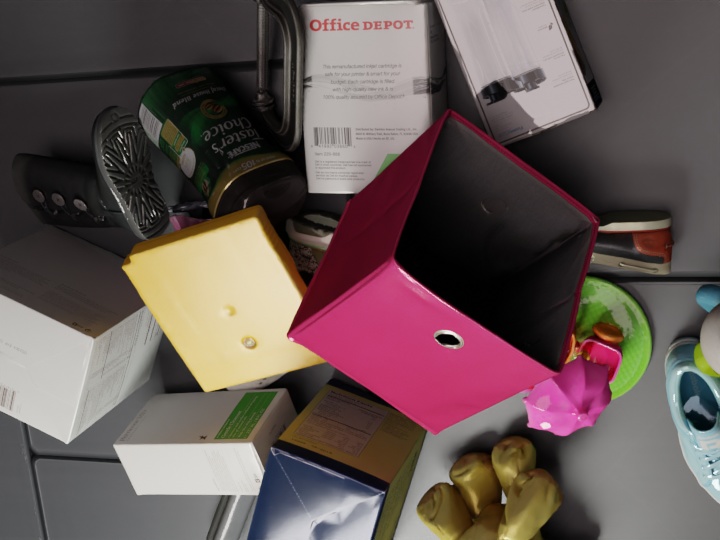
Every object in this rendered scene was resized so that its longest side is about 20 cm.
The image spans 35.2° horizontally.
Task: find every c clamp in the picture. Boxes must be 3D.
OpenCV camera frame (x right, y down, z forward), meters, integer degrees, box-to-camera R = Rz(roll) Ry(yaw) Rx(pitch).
[{"bbox_3d":[-0.095,-0.236,1.230,0.171,0.027,0.201,38,134,53],"label":"c clamp"}]

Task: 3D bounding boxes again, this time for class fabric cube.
[{"bbox_3d":[0.080,0.008,1.104,0.196,0.201,0.199,34,143,-16],"label":"fabric cube"}]

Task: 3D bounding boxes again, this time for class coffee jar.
[{"bbox_3d":[-0.150,-0.128,1.239,0.200,0.104,0.085,49,140,20],"label":"coffee jar"}]

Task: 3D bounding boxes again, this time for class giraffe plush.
[{"bbox_3d":[0.179,0.315,1.282,0.172,0.200,0.162,-29,124,20],"label":"giraffe plush"}]

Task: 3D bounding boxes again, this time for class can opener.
[{"bbox_3d":[-0.162,0.349,1.460,0.067,0.053,0.201,13,113,-20],"label":"can opener"}]

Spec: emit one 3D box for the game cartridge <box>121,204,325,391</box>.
[{"bbox_3d":[-0.139,0.035,1.228,0.176,0.032,0.201,-15,121,21],"label":"game cartridge"}]

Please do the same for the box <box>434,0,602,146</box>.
[{"bbox_3d":[0.156,-0.239,1.159,0.116,0.060,0.201,-21,98,23],"label":"box"}]

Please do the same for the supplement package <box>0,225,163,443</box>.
[{"bbox_3d":[-0.360,0.070,1.350,0.191,0.200,0.148,24,113,11],"label":"supplement package"}]

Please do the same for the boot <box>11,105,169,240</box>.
[{"bbox_3d":[-0.326,-0.118,1.310,0.199,0.066,0.165,13,128,37],"label":"boot"}]

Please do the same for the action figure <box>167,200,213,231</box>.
[{"bbox_3d":[-0.161,0.014,1.333,0.148,0.134,0.201,-14,99,-6],"label":"action figure"}]

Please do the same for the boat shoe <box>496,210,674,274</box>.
[{"bbox_3d":[0.229,-0.027,1.198,0.199,0.071,0.063,0,109,14],"label":"boat shoe"}]

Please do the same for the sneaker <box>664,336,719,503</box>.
[{"bbox_3d":[0.367,0.175,1.202,0.074,0.082,0.201,-22,98,24],"label":"sneaker"}]

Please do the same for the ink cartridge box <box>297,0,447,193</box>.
[{"bbox_3d":[0.016,-0.187,1.208,0.145,0.084,0.201,3,107,18],"label":"ink cartridge box"}]

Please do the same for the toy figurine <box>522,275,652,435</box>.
[{"bbox_3d":[0.196,0.093,1.179,0.199,0.184,0.151,21,112,12],"label":"toy figurine"}]

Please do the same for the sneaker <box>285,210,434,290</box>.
[{"bbox_3d":[0.000,0.000,1.283,0.199,0.077,0.089,23,117,19],"label":"sneaker"}]

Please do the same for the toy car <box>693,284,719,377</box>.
[{"bbox_3d":[0.421,0.037,1.117,0.199,0.175,0.151,-20,64,23],"label":"toy car"}]

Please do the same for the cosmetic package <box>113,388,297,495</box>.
[{"bbox_3d":[-0.180,0.208,1.363,0.199,0.108,0.085,-5,120,25],"label":"cosmetic package"}]

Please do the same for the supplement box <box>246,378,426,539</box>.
[{"bbox_3d":[-0.029,0.265,1.297,0.134,0.200,0.201,20,112,12],"label":"supplement box"}]

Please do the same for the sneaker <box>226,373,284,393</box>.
[{"bbox_3d":[-0.104,0.090,1.334,0.200,0.085,0.073,-38,94,26],"label":"sneaker"}]
